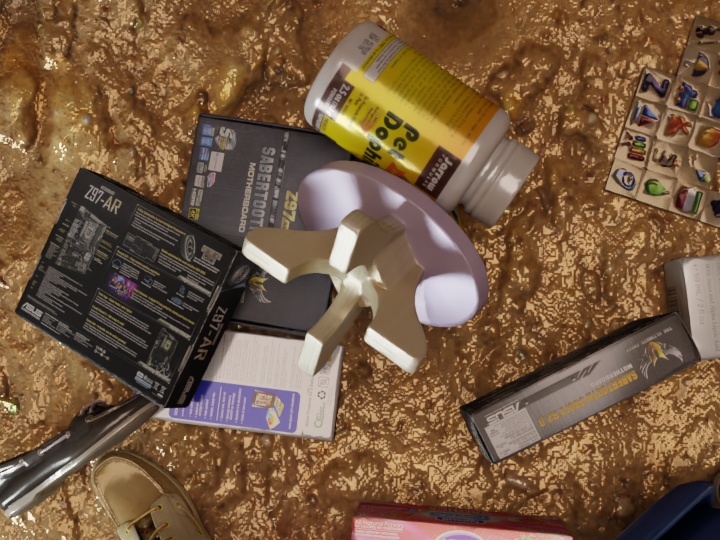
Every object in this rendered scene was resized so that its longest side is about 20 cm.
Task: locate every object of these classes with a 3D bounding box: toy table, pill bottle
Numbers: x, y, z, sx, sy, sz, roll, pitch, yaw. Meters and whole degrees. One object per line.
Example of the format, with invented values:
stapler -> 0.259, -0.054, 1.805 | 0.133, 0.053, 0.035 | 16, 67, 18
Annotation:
toy table -> 0.000, 0.000, 0.862 | 0.200, 0.184, 0.117 | 26, 42, 24
pill bottle -> 0.057, -0.126, 0.887 | 0.200, 0.109, 0.109 | 35, 87, 3

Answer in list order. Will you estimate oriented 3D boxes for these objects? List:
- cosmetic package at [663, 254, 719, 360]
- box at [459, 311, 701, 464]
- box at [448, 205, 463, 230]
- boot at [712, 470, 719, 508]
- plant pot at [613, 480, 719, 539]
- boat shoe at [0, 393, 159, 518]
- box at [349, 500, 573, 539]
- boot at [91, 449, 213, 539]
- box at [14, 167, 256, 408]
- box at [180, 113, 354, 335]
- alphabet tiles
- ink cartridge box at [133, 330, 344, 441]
cosmetic package -> 0.402, 0.029, 0.949 | 0.200, 0.074, 0.102 | -7, 86, 2
box -> 0.191, 0.106, 0.906 | 0.200, 0.158, 0.048 | -26, 83, -1
box -> 0.060, -0.054, 0.968 | 0.070, 0.064, 0.200 | -11, 85, 0
boot -> 0.422, 0.254, 0.889 | 0.073, 0.151, 0.200 | -40, 87, -9
plant pot -> 0.290, 0.312, 0.838 | 0.200, 0.200, 0.180 | -31, 43, -30
boat shoe -> -0.280, 0.164, 0.946 | 0.200, 0.067, 0.057 | -37, 83, 15
box -> 0.090, 0.275, 0.921 | 0.200, 0.103, 0.095 | 4, 86, 5
boot -> -0.190, 0.253, 0.906 | 0.073, 0.155, 0.200 | -37, 85, -1
box -> -0.216, 0.014, 0.942 | 0.200, 0.044, 0.160 | 26, 93, 22
box -> -0.097, -0.043, 0.978 | 0.157, 0.051, 0.200 | 10, 87, 2
alphabet tiles -> 0.354, -0.149, 0.996 | 0.167, 0.008, 0.200 | 19, 86, 3
ink cartridge box -> -0.118, 0.108, 0.976 | 0.200, 0.037, 0.095 | 7, 87, 0
